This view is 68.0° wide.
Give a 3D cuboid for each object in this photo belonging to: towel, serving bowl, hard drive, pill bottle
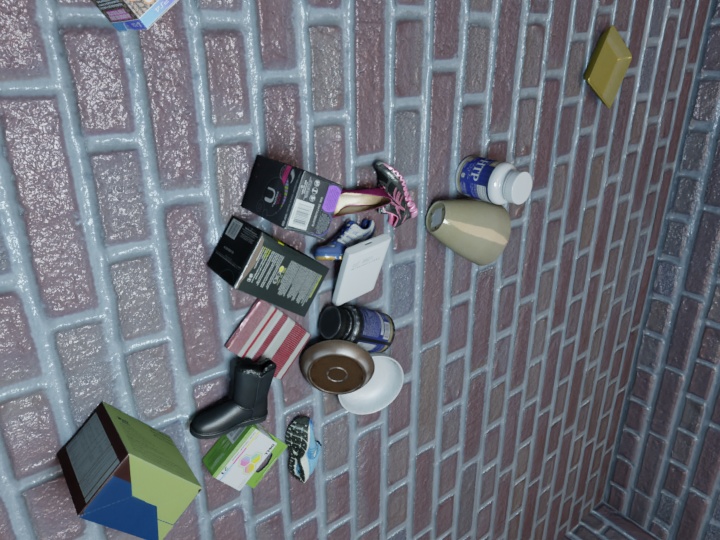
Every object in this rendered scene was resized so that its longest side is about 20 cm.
[{"bbox_3d":[-0.222,0.171,1.311,0.145,0.023,0.200,-55,133,-9],"label":"towel"},{"bbox_3d":[0.022,0.311,1.525,0.198,0.066,0.202,-9,118,-17],"label":"serving bowl"},{"bbox_3d":[0.000,0.000,1.363,0.131,0.027,0.201,-23,149,-31],"label":"hard drive"},{"bbox_3d":[0.380,-0.254,1.522,0.119,0.199,0.121,-16,117,-35],"label":"pill bottle"},{"bbox_3d":[-0.009,0.153,1.420,0.199,0.112,0.113,18,96,-42],"label":"pill bottle"}]

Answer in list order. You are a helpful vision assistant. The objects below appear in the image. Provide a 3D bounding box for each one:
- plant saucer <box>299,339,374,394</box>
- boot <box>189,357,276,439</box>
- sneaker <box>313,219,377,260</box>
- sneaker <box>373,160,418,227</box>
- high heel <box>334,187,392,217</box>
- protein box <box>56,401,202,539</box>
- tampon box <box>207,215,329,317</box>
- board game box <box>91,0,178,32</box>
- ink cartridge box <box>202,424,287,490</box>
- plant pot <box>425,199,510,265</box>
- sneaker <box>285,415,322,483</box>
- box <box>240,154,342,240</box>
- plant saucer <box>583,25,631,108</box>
[{"bbox_3d":[-0.061,0.262,1.392,0.198,0.032,0.202,1,127,1],"label":"plant saucer"},{"bbox_3d":[-0.296,0.290,1.243,0.199,0.076,0.170,-6,118,-35],"label":"boot"},{"bbox_3d":[-0.040,-0.078,1.341,0.199,0.075,0.089,-18,105,-40],"label":"sneaker"},{"bbox_3d":[0.076,-0.192,1.387,0.095,0.079,0.201,-39,128,-7],"label":"sneaker"},{"bbox_3d":[-0.022,-0.162,1.292,0.199,0.096,0.068,-27,123,-30],"label":"high heel"},{"bbox_3d":[-0.467,0.406,1.079,0.135,0.199,0.199,-51,131,-12],"label":"protein box"},{"bbox_3d":[-0.200,-0.008,1.169,0.199,0.149,0.127,29,89,-43],"label":"tampon box"},{"bbox_3d":[-0.389,-0.483,0.813,0.097,0.159,0.200,-50,132,-12],"label":"board game box"},{"bbox_3d":[-0.273,0.477,1.351,0.148,0.076,0.200,-50,129,-12],"label":"ink cartridge box"},{"bbox_3d":[0.294,-0.128,1.533,0.198,0.187,0.189,15,98,-28],"label":"plant pot"},{"bbox_3d":[-0.152,0.481,1.476,0.090,0.078,0.202,-27,129,-50],"label":"sneaker"},{"bbox_3d":[-0.149,-0.155,1.118,0.105,0.199,0.123,15,98,-42],"label":"box"},{"bbox_3d":[0.841,-0.696,1.833,0.199,0.048,0.202,21,93,-43],"label":"plant saucer"}]
